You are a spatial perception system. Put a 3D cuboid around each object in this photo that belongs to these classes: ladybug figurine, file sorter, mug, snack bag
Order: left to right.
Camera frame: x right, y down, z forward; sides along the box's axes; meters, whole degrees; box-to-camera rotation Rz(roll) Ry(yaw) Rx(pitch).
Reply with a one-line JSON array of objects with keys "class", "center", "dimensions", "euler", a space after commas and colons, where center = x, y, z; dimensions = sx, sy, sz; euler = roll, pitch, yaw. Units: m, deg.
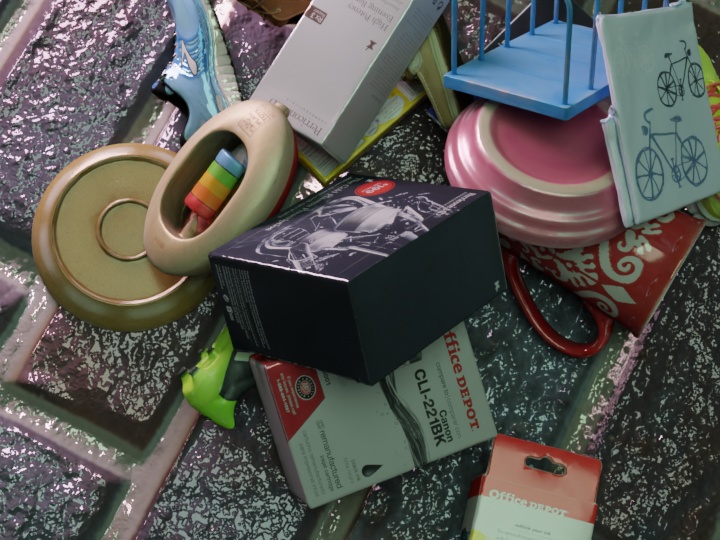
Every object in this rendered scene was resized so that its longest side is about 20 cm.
[{"class": "ladybug figurine", "center": [-0.127, -0.076, 1.289], "dimensions": [0.200, 0.072, 0.136], "euler": [-50, 52, 8]}, {"class": "file sorter", "center": [0.195, -0.246, 1.274], "dimensions": [0.139, 0.123, 0.200], "euler": [22, 36, 33]}, {"class": "mug", "center": [0.212, -0.023, 1.319], "dimensions": [0.200, 0.133, 0.178], "euler": [31, 82, 12]}, {"class": "snack bag", "center": [0.282, -0.153, 1.257], "dimensions": [0.188, 0.021, 0.200], "euler": [-19, 99, -47]}]

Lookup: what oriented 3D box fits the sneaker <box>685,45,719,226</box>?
[{"class": "sneaker", "center": [0.367, -0.147, 1.365], "dimensions": [0.078, 0.090, 0.200], "euler": [-23, 98, -23]}]

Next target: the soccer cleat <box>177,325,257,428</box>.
[{"class": "soccer cleat", "center": [-0.094, 0.067, 1.315], "dimensions": [0.081, 0.067, 0.200], "euler": [46, 72, -16]}]

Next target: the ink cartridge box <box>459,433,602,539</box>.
[{"class": "ink cartridge box", "center": [0.155, 0.270, 1.277], "dimensions": [0.116, 0.067, 0.200], "euler": [15, 75, -2]}]

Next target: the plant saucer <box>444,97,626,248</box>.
[{"class": "plant saucer", "center": [0.181, -0.112, 1.264], "dimensions": [0.200, 0.051, 0.201], "euler": [3, 51, -4]}]

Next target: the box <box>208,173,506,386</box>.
[{"class": "box", "center": [0.000, 0.000, 1.218], "dimensions": [0.200, 0.182, 0.104], "euler": [-33, 122, -39]}]

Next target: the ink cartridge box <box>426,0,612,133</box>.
[{"class": "ink cartridge box", "center": [0.207, -0.173, 1.408], "dimensions": [0.198, 0.043, 0.200], "euler": [43, 77, 5]}]

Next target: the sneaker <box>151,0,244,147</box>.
[{"class": "sneaker", "center": [-0.178, -0.215, 1.368], "dimensions": [0.090, 0.078, 0.200], "euler": [-17, 75, -2]}]

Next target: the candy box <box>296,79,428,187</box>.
[{"class": "candy box", "center": [0.000, -0.187, 1.401], "dimensions": [0.200, 0.026, 0.102], "euler": [-42, 80, -14]}]

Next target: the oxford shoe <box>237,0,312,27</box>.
[{"class": "oxford shoe", "center": [-0.100, -0.290, 1.365], "dimensions": [0.200, 0.071, 0.071], "euler": [7, 77, -32]}]

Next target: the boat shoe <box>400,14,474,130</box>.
[{"class": "boat shoe", "center": [0.061, -0.227, 1.373], "dimensions": [0.066, 0.074, 0.200], "euler": [-25, 70, 19]}]

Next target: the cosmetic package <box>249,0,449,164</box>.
[{"class": "cosmetic package", "center": [-0.011, -0.219, 1.320], "dimensions": [0.102, 0.074, 0.200], "euler": [32, 91, 23]}]

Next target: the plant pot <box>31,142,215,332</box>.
[{"class": "plant pot", "center": [-0.233, -0.039, 1.343], "dimensions": [0.200, 0.027, 0.201], "euler": [1, 75, -4]}]

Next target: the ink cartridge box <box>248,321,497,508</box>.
[{"class": "ink cartridge box", "center": [0.013, 0.120, 1.269], "dimensions": [0.200, 0.084, 0.145], "euler": [-19, 97, -15]}]
